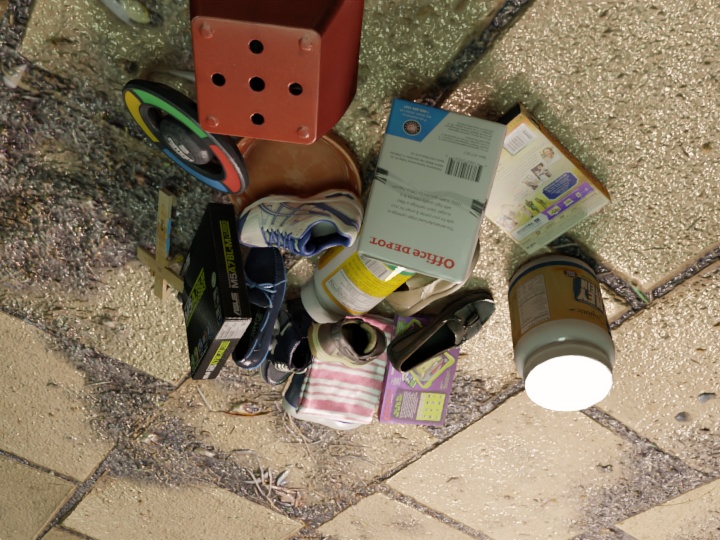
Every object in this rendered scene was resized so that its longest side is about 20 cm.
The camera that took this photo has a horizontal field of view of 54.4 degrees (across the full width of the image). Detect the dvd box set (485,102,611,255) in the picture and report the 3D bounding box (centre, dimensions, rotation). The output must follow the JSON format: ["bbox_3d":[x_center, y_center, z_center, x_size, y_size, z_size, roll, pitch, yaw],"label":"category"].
[{"bbox_3d":[0.230,-0.121,0.981,0.199,0.030,0.146,35,126,-24],"label":"dvd box set"}]

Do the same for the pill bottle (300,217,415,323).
[{"bbox_3d":[0.000,0.000,1.061,0.112,0.113,0.200,34,127,-22],"label":"pill bottle"}]

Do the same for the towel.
[{"bbox_3d":[-0.018,0.167,1.190,0.145,0.030,0.202,13,103,-24],"label":"towel"}]

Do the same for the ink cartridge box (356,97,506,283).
[{"bbox_3d":[0.092,-0.102,0.899,0.144,0.084,0.202,17,101,10],"label":"ink cartridge box"}]

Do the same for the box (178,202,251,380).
[{"bbox_3d":[-0.222,0.035,1.048,0.047,0.195,0.200,0,149,-29],"label":"box"}]

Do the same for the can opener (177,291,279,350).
[{"bbox_3d":[-0.220,0.073,1.151,0.198,0.067,0.053,16,137,25],"label":"can opener"}]

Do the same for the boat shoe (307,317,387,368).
[{"bbox_3d":[-0.004,0.111,1.075,0.064,0.074,0.199,-14,170,28],"label":"boat shoe"}]

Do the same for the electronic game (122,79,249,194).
[{"bbox_3d":[-0.229,-0.171,0.921,0.199,0.042,0.200,32,161,12],"label":"electronic game"}]

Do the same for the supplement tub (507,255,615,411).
[{"bbox_3d":[0.298,0.091,1.050,0.143,0.201,0.146,3,133,3],"label":"supplement tub"}]

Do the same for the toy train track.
[{"bbox_3d":[-0.304,-0.041,1.110,0.114,0.032,0.202,34,130,24],"label":"toy train track"}]

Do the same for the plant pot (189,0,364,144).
[{"bbox_3d":[-0.102,-0.255,0.801,0.197,0.177,0.201,7,132,0],"label":"plant pot"}]

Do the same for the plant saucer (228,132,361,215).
[{"bbox_3d":[-0.096,-0.129,1.011,0.198,0.033,0.202,3,133,3],"label":"plant saucer"}]

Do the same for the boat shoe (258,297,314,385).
[{"bbox_3d":[-0.124,0.147,1.176,0.074,0.093,0.201,2,131,-21],"label":"boat shoe"}]

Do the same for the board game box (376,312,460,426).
[{"bbox_3d":[0.102,0.170,1.198,0.119,0.032,0.202,5,109,-15],"label":"board game box"}]

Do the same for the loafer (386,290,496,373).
[{"bbox_3d":[0.137,0.107,1.132,0.199,0.063,0.072,-31,111,4],"label":"loafer"}]

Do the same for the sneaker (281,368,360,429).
[{"bbox_3d":[-0.034,0.206,1.275,0.199,0.081,0.147,18,114,-38],"label":"sneaker"}]

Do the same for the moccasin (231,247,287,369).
[{"bbox_3d":[-0.156,0.050,1.075,0.079,0.203,0.068,1,172,12],"label":"moccasin"}]

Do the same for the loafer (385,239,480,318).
[{"bbox_3d":[0.103,0.005,1.079,0.067,0.077,0.200,27,129,-26],"label":"loafer"}]

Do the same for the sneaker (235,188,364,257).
[{"bbox_3d":[-0.095,-0.060,0.994,0.198,0.089,0.076,-11,132,18],"label":"sneaker"}]
